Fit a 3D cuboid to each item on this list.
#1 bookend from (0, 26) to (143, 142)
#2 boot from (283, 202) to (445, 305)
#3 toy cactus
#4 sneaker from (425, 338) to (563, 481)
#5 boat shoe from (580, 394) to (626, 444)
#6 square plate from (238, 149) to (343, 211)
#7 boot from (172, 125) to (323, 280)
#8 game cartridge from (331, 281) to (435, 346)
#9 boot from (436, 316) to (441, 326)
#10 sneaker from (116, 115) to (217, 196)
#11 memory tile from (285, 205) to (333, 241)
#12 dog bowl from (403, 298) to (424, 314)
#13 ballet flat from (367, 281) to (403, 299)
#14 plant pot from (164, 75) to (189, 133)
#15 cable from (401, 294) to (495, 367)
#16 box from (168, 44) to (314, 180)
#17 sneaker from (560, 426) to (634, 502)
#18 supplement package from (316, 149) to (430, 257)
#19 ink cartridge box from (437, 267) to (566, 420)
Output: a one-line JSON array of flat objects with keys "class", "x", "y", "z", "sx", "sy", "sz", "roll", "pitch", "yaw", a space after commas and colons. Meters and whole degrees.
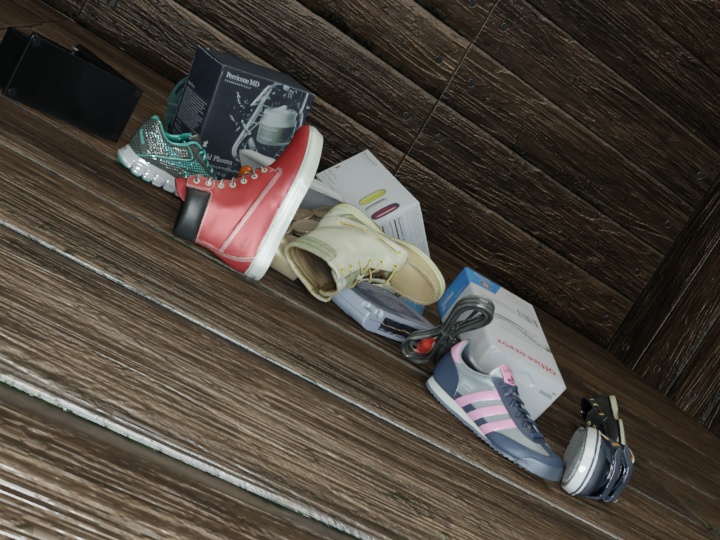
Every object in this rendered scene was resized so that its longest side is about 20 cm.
[{"class": "bookend", "x": -0.464, "y": -0.300, "z": 1.217, "sx": 0.199, "sy": 0.093, "sz": 0.198, "roll": 37, "pitch": 9, "yaw": 34}, {"class": "boot", "x": 0.007, "y": 0.002, "z": 1.092, "sx": 0.199, "sy": 0.073, "sz": 0.155, "roll": 37, "pitch": 34, "yaw": 9}, {"class": "toy cactus", "x": -0.137, "y": -0.059, "z": 1.107, "sx": 0.165, "sy": 0.103, "sz": 0.200, "roll": 41, "pitch": -2, "yaw": -8}, {"class": "sneaker", "x": 0.165, "y": 0.158, "z": 0.956, "sx": 0.199, "sy": 0.083, "sz": 0.070, "roll": 38, "pitch": 10, "yaw": 30}, {"class": "boat shoe", "x": 0.392, "y": 0.261, "z": 1.320, "sx": 0.062, "sy": 0.075, "sz": 0.202, "roll": -3, "pitch": 15, "yaw": 9}, {"class": "square plate", "x": -0.113, "y": -0.127, "z": 1.418, "sx": 0.195, "sy": 0.029, "sz": 0.200, "roll": 26, "pitch": -19, "yaw": 6}, {"class": "boot", "x": -0.139, "y": -0.110, "z": 0.983, "sx": 0.143, "sy": 0.203, "sz": 0.072, "roll": 29, "pitch": -13, "yaw": -14}, {"class": "game cartridge", "x": 0.025, "y": 0.055, "z": 1.203, "sx": 0.199, "sy": 0.041, "sz": 0.133, "roll": 24, "pitch": 16, "yaw": -50}, {"class": "boot", "x": 0.200, "y": 0.115, "z": 1.406, "sx": 0.145, "sy": 0.071, "sz": 0.200, "roll": 31, "pitch": 7, "yaw": 2}, {"class": "sneaker", "x": -0.244, "y": -0.151, "z": 1.181, "sx": 0.198, "sy": 0.092, "sz": 0.078, "roll": 27, "pitch": 10, "yaw": -36}, {"class": "memory tile", "x": -0.074, "y": -0.052, "z": 1.245, "sx": 0.150, "sy": 0.017, "sz": 0.200, "roll": -6, "pitch": 28, "yaw": -19}, {"class": "dog bowl", "x": 0.051, "y": 0.008, "z": 1.536, "sx": 0.199, "sy": 0.050, "sz": 0.111, "roll": 38, "pitch": 10, "yaw": 36}, {"class": "ballet flat", "x": 0.000, "y": 0.000, "z": 1.308, "sx": 0.198, "sy": 0.073, "sz": 0.072, "roll": 20, "pitch": 13, "yaw": -30}, {"class": "plant pot", "x": -0.272, "y": -0.294, "z": 1.635, "sx": 0.199, "sy": 0.203, "sz": 0.195, "roll": 36, "pitch": 17, "yaw": 30}, {"class": "cable", "x": 0.112, "y": 0.074, "z": 1.049, "sx": 0.096, "sy": 0.051, "sz": 0.201, "roll": 23, "pitch": -38, "yaw": 6}, {"class": "box", "x": -0.218, "y": -0.267, "z": 1.470, "sx": 0.198, "sy": 0.199, "sz": 0.124, "roll": 8, "pitch": 23, "yaw": -40}, {"class": "sneaker", "x": 0.290, "y": 0.236, "z": 0.990, "sx": 0.079, "sy": 0.079, "sz": 0.200, "roll": 28, "pitch": 5, "yaw": 14}, {"class": "supplement package", "x": 0.024, "y": -0.086, "z": 1.444, "sx": 0.200, "sy": 0.110, "sz": 0.157, "roll": 51, "pitch": -18, "yaw": 46}, {"class": "ink cartridge box", "x": 0.204, "y": 0.108, "z": 1.220, "sx": 0.143, "sy": 0.085, "sz": 0.201, "roll": 29, "pitch": 26, "yaw": -21}]
